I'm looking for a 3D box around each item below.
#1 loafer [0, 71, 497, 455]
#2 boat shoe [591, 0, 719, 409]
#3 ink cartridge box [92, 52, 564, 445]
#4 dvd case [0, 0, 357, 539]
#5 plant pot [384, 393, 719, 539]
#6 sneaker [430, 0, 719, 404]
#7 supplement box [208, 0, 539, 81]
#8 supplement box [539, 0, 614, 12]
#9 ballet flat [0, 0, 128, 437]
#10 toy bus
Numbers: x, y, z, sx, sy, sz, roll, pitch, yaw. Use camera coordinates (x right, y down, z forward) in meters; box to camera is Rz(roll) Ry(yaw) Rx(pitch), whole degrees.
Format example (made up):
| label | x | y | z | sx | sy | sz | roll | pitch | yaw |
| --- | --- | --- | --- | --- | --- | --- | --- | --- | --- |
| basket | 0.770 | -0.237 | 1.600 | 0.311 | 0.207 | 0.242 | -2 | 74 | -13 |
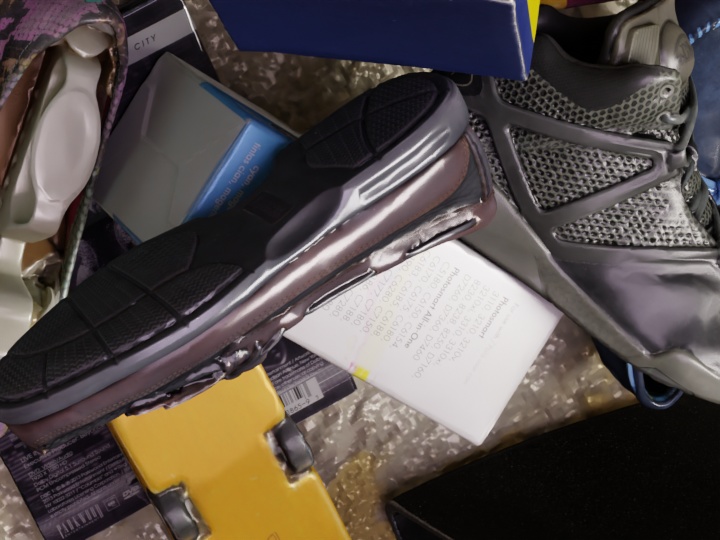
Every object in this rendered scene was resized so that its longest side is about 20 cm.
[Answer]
| label | x | y | z | sx | sy | sz | roll | pitch | yaw |
| --- | --- | --- | --- | --- | --- | --- | --- | --- | --- |
| loafer | -0.036 | 0.009 | 0.900 | 0.200 | 0.072 | 0.063 | -36 | 119 | -8 |
| boat shoe | 0.144 | -0.027 | 1.067 | 0.084 | 0.069 | 0.200 | -9 | 133 | -10 |
| ink cartridge box | 0.000 | 0.000 | 1.012 | 0.200 | 0.115 | 0.068 | 30 | 95 | -27 |
| dvd case | -0.103 | 0.002 | 1.047 | 0.149 | 0.016 | 0.200 | -28 | 116 | -9 |
| plant pot | 0.159 | 0.159 | 1.115 | 0.177 | 0.199 | 0.200 | -34 | 117 | -20 |
| sneaker | 0.117 | -0.030 | 0.972 | 0.199 | 0.076 | 0.114 | 37 | 115 | -7 |
| supplement box | 0.015 | -0.178 | 0.873 | 0.109 | 0.110 | 0.200 | 6 | 81 | 7 |
| supplement box | 0.133 | -0.185 | 1.024 | 0.200 | 0.103 | 0.131 | -11 | 110 | -18 |
| ballet flat | -0.133 | -0.017 | 0.980 | 0.069 | 0.071 | 0.200 | 11 | 104 | -25 |
| toy bus | -0.049 | 0.097 | 1.048 | 0.065 | 0.078 | 0.200 | -31 | 127 | -9 |
